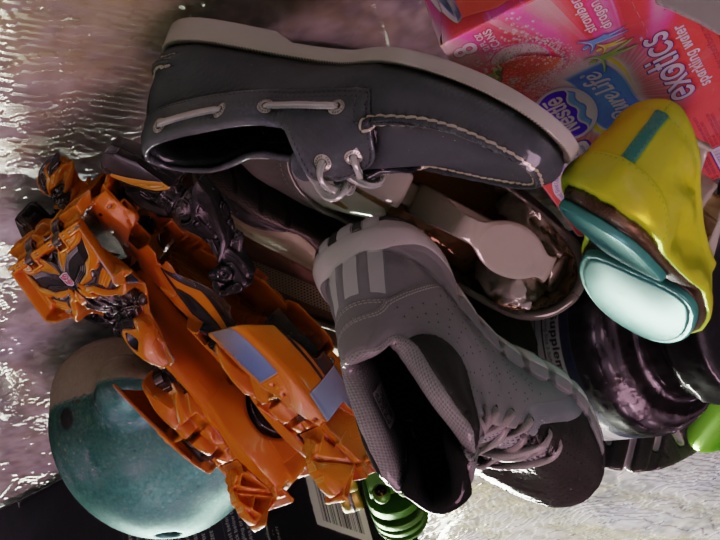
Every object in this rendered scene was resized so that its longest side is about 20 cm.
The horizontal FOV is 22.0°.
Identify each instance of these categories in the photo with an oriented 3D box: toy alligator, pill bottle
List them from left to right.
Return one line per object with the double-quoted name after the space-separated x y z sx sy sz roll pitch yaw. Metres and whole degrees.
0.014 0.103 0.952 0.059 0.055 0.200 -15 159 -1 "toy alligator"
0.120 0.034 0.973 0.111 0.113 0.199 11 164 -42 "pill bottle"

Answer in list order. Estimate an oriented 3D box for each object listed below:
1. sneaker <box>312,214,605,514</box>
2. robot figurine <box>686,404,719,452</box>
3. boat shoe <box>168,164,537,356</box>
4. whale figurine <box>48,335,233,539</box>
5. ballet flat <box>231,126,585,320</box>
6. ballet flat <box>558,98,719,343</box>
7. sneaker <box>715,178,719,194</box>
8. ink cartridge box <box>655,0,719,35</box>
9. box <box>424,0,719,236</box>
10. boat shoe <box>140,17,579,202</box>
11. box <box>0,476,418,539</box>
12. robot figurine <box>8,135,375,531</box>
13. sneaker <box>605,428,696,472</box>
0.046 0.076 0.826 0.075 0.116 0.200 -31 125 23 "sneaker"
0.291 0.076 1.075 0.198 0.177 0.116 -14 150 -21 "robot figurine"
-0.006 0.005 0.903 0.199 0.076 0.074 33 128 -14 "boat shoe"
-0.078 0.086 0.992 0.198 0.105 0.158 -13 161 36 "whale figurine"
0.024 -0.038 0.844 0.199 0.064 0.068 29 96 -24 "ballet flat"
0.128 -0.021 0.792 0.067 0.066 0.200 -59 161 -6 "ballet flat"
0.169 0.003 1.081 0.092 0.071 0.200 1 157 8 "sneaker"
0.209 -0.149 0.660 0.068 0.115 0.201 30 95 -43 "ink cartridge box"
0.097 -0.107 0.793 0.102 0.095 0.200 -25 151 14 "box"
-0.006 -0.053 0.753 0.198 0.062 0.073 15 163 30 "boat shoe"
-0.091 0.187 1.189 0.197 0.124 0.199 -28 150 22 "box"
-0.081 0.028 0.858 0.200 0.058 0.145 46 142 -13 "robot figurine"
0.114 0.073 1.123 0.198 0.079 0.090 9 177 4 "sneaker"
